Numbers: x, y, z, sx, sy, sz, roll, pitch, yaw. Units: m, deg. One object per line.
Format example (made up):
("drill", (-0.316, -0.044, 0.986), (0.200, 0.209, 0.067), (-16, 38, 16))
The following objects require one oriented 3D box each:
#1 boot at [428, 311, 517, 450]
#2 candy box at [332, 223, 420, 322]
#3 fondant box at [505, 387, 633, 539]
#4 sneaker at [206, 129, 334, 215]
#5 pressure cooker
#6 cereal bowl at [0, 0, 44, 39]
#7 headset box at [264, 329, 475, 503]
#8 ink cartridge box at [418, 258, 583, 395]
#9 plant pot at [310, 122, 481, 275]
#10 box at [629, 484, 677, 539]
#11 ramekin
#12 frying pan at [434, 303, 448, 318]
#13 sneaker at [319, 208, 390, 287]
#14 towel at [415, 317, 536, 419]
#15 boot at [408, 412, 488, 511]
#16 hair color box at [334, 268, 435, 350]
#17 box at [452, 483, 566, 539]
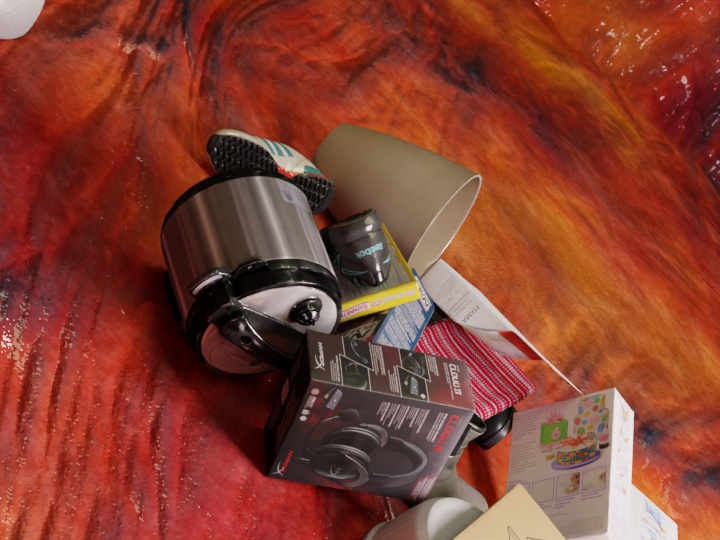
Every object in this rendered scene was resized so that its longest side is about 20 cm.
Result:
("boot", (0.111, 0.121, 1.798), (0.200, 0.066, 0.165), (46, 15, -10))
("candy box", (0.000, 0.000, 1.635), (0.200, 0.101, 0.027), (-116, -172, -66))
("fondant box", (0.246, 0.249, 1.667), (0.058, 0.143, 0.202), (45, 40, -36))
("sneaker", (-0.129, -0.138, 1.836), (0.199, 0.071, 0.093), (22, 17, -37))
("pressure cooker", (-0.113, 0.015, 1.487), (0.174, 0.179, 0.201), (-9, 55, -20))
("cereal bowl", (-0.452, -0.373, 1.655), (0.199, 0.083, 0.201), (34, 29, -21))
("headset box", (0.016, 0.155, 1.454), (0.198, 0.150, 0.078), (13, 38, -17))
("ink cartridge box", (0.168, 0.082, 1.693), (0.200, 0.057, 0.162), (50, 7, 27))
("plant pot", (0.032, -0.107, 1.917), (0.199, 0.188, 0.187), (36, 24, 13))
("box", (0.312, 0.368, 1.700), (0.101, 0.112, 0.200), (41, 27, -12))
("ramekin", (0.097, 0.327, 1.458), (0.202, 0.094, 0.203), (34, 28, -21))
("frying pan", (0.163, 0.100, 1.917), (0.190, 0.031, 0.115), (45, 5, 7))
("sneaker", (-0.011, -0.019, 1.569), (0.200, 0.075, 0.080), (-174, -120, -82))
("towel", (0.135, 0.117, 1.757), (0.145, 0.023, 0.199), (49, 28, 14))
("boot", (0.099, 0.212, 1.583), (0.199, 0.131, 0.068), (32, 29, -26))
("hair color box", (0.008, 0.080, 1.586), (0.061, 0.099, 0.200), (60, 28, -16))
("box", (0.177, 0.318, 1.460), (0.164, 0.021, 0.200), (51, 25, 10))
